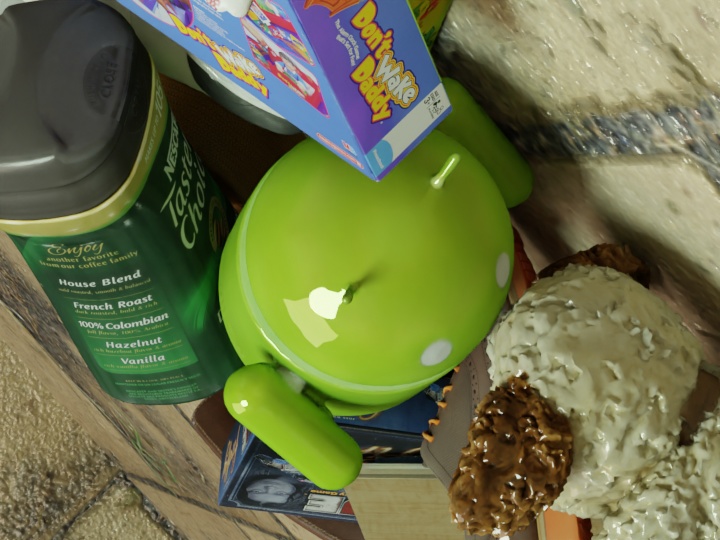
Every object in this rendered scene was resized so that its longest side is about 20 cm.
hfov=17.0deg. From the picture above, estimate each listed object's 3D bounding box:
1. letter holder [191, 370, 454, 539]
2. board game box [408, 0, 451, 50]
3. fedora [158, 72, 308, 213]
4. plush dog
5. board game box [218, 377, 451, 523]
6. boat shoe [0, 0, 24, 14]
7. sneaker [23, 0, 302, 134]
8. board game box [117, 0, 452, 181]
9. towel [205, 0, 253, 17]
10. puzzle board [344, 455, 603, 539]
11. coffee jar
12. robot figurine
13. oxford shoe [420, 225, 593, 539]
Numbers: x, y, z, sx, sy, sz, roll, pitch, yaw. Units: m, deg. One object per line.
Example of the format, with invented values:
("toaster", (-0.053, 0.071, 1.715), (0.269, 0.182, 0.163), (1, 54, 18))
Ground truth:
("letter holder", (-0.022, 0.057, 1.371), (0.200, 0.142, 0.101), (32, 161, 46))
("board game box", (-0.010, -0.138, 0.976), (0.102, 0.048, 0.200), (45, 167, 5))
("fedora", (-0.075, -0.069, 1.210), (0.200, 0.082, 0.201), (27, 164, 8))
("plush dog", (0.121, 0.076, 1.011), (0.172, 0.200, 0.160), (46, 126, -12))
("board game box", (0.037, 0.095, 1.225), (0.199, 0.035, 0.136), (8, 154, -10))
("boat shoe", (-0.206, -0.168, 1.201), (0.200, 0.068, 0.072), (59, 165, 15))
("sneaker", (-0.097, -0.129, 1.102), (0.200, 0.074, 0.080), (39, 142, -3))
("board game box", (-0.062, -0.133, 0.943), (0.200, 0.045, 0.135), (37, 164, 36))
("towel", (-0.082, -0.193, 0.856), (0.200, 0.147, 0.030), (34, -158, 36))
("puzzle board", (0.097, 0.124, 1.220), (0.199, 0.017, 0.151), (0, 156, 8))
("coffee jar", (-0.113, -0.030, 1.097), (0.085, 0.105, 0.200), (-4, 146, 17))
("robot figurine", (0.000, 0.000, 1.046), (0.116, 0.176, 0.200), (35, 166, -2))
("oxford shoe", (0.059, 0.062, 1.124), (0.071, 0.073, 0.201), (31, -131, -76))
